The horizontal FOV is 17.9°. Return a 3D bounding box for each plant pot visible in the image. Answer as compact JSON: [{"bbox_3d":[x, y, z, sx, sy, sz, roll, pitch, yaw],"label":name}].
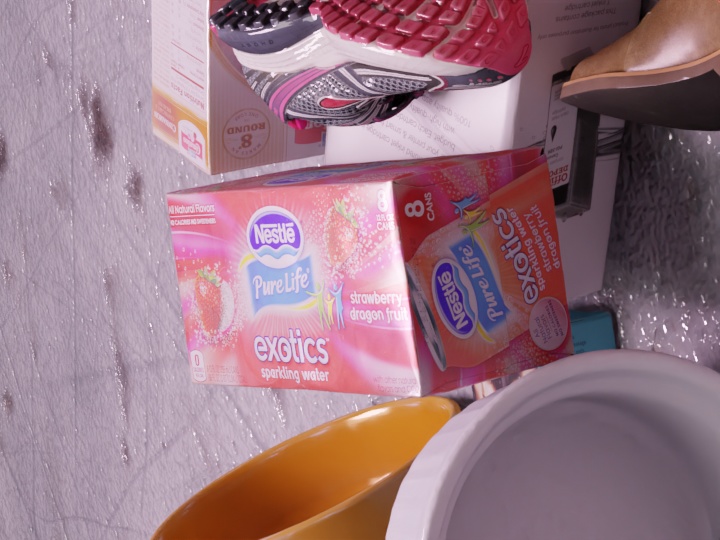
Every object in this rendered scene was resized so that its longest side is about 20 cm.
[{"bbox_3d":[0.003,0.200,1.331,0.200,0.199,0.184,-3,114,65],"label":"plant pot"}]

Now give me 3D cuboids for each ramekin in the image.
[{"bbox_3d":[0.107,0.138,1.055,0.098,0.199,0.202,168,91,-73],"label":"ramekin"}]

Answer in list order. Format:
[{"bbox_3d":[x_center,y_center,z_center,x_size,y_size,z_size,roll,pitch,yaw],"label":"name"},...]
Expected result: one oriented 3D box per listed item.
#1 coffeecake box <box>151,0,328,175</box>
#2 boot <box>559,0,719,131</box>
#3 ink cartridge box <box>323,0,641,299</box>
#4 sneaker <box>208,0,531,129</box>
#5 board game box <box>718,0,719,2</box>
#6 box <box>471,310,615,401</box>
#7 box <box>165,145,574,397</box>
[{"bbox_3d":[-0.028,-0.165,1.202,0.073,0.153,0.201,36,131,51],"label":"coffeecake box"},{"bbox_3d":[0.157,-0.107,1.005,0.200,0.073,0.076,-13,70,61],"label":"boot"},{"bbox_3d":[0.058,-0.097,1.144,0.147,0.082,0.201,33,126,45],"label":"ink cartridge box"},{"bbox_3d":[0.014,-0.106,1.078,0.199,0.081,0.075,10,136,54],"label":"sneaker"},{"bbox_3d":[0.210,-0.079,0.815,0.201,0.046,0.151,55,157,-10],"label":"board game box"},{"bbox_3d":[0.107,0.123,1.214,0.082,0.049,0.202,2,102,65],"label":"box"},{"bbox_3d":[0.000,0.000,1.100,0.199,0.094,0.103,1,100,54],"label":"box"}]
